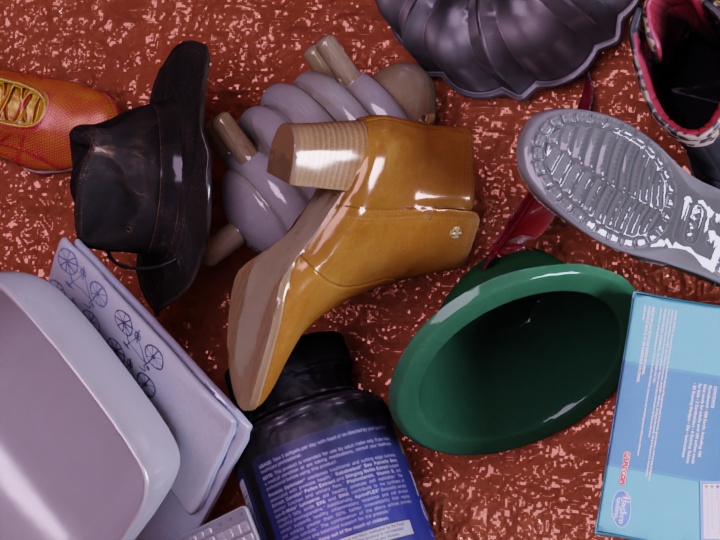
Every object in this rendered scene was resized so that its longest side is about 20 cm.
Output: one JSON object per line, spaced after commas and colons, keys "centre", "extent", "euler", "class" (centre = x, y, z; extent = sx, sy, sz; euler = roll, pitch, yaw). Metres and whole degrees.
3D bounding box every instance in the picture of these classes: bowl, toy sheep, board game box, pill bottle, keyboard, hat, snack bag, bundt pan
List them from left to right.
{"centre": [-0.211, 0.111, 1.382], "extent": [0.200, 0.075, 0.200], "euler": [49, 127, 12], "class": "bowl"}
{"centre": [-0.166, 0.103, 1.417], "extent": [0.189, 0.021, 0.200], "euler": [45, 135, 19], "class": "snack bag"}
{"centre": [-0.158, -0.066, 1.405], "extent": [0.081, 0.201, 0.201], "euler": [6, 82, -18], "class": "hat"}
{"centre": [-0.126, 0.214, 1.405], "extent": [0.200, 0.011, 0.056], "euler": [-31, 72, 43], "class": "keyboard"}
{"centre": [-0.031, -0.071, 1.395], "extent": [0.200, 0.138, 0.138], "euler": [-37, 71, -8], "class": "toy sheep"}
{"centre": [-0.020, 0.147, 1.371], "extent": [0.112, 0.112, 0.200], "euler": [-23, 75, 15], "class": "pill bottle"}
{"centre": [0.085, 0.001, 1.376], "extent": [0.200, 0.166, 0.176], "euler": [-12, 46, -15], "class": "hat"}
{"centre": [0.090, -0.219, 1.395], "extent": [0.202, 0.076, 0.202], "euler": [-4, 80, 25], "class": "bundt pan"}
{"centre": [0.254, 0.103, 1.260], "extent": [0.200, 0.047, 0.151], "euler": [9, 87, 16], "class": "board game box"}

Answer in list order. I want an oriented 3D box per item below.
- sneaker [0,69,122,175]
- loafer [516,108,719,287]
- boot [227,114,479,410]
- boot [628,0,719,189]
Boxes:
{"centre": [-0.268, -0.115, 1.519], "extent": [0.200, 0.077, 0.073], "euler": [9, 83, 19], "class": "sneaker"}
{"centre": [0.173, -0.037, 1.292], "extent": [0.200, 0.070, 0.075], "euler": [28, 79, -22], "class": "loafer"}
{"centre": [0.000, -0.001, 1.325], "extent": [0.071, 0.144, 0.201], "euler": [42, 123, 56], "class": "boot"}
{"centre": [0.212, -0.152, 1.311], "extent": [0.073, 0.151, 0.200], "euler": [-7, 79, 19], "class": "boot"}
